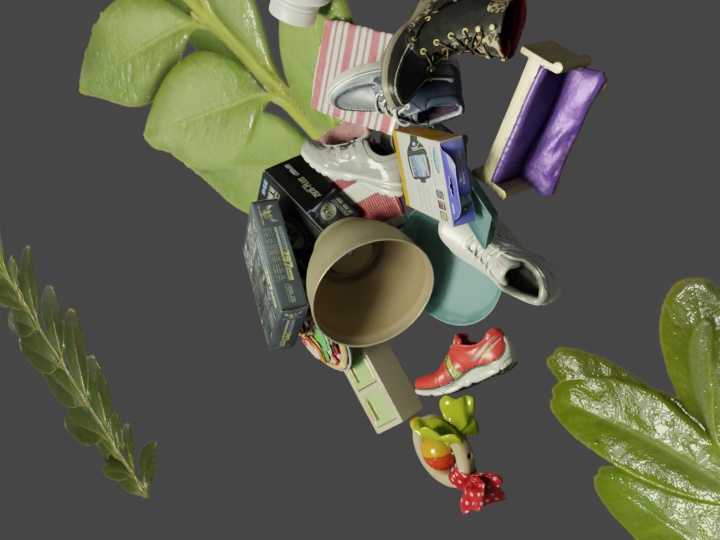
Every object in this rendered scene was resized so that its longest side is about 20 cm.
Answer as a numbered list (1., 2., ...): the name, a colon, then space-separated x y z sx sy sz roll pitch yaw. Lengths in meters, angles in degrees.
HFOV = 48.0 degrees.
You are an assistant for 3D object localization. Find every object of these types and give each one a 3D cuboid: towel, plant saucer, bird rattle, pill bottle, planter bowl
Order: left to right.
1. pill bottle: -0.080 -0.484 1.239 0.109 0.109 0.201 42 130 24
2. towel: -0.004 -0.147 1.360 0.143 0.023 0.202 -22 91 44
3. planter bowl: 0.000 0.000 1.274 0.135 0.198 0.202 -120 37 -49
4. towel: 0.003 -0.305 1.270 0.199 0.030 0.148 27 113 37
5. plant saucer: 0.144 -0.014 1.264 0.199 0.027 0.202 18 117 39
6. bird rattle: 0.156 0.306 1.354 0.162 0.112 0.201 -3 117 56
7. plant saucer: 0.140 -0.124 1.137 0.070 0.019 0.201 91 159 -53

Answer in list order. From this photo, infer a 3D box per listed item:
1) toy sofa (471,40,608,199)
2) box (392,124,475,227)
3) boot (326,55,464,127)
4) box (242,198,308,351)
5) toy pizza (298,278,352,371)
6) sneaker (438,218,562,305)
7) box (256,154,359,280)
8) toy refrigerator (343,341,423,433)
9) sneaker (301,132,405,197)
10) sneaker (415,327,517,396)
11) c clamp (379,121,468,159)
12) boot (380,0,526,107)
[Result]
1. toy sofa: 0.234 -0.191 1.068 0.097 0.082 0.201 40 129 27
2. box: 0.106 -0.136 1.145 0.200 0.041 0.120 -145 40 -65
3. boot: 0.049 -0.246 1.156 0.198 0.073 0.091 -12 58 10
4. box: -0.142 0.009 1.324 0.158 0.050 0.202 113 143 -59
5. toy pizza: -0.086 0.095 1.396 0.200 0.032 0.201 43 154 27
6. sneaker: 0.193 -0.020 1.134 0.199 0.099 0.078 32 106 11
7. box: -0.106 -0.068 1.419 0.164 0.086 0.201 46 142 21
8. toy refrigerator: 0.021 0.177 1.426 0.076 0.070 0.201 -35 81 45
9. sneaker: -0.002 -0.183 1.293 0.198 0.075 0.083 20 110 22
10. sneaker: 0.162 0.144 1.287 0.199 0.077 0.086 -30 73 39
11. c clamp: 0.095 -0.210 1.235 0.200 0.027 0.172 46 132 22
12. boot: 0.124 -0.298 1.078 0.149 0.201 0.073 10 147 35
